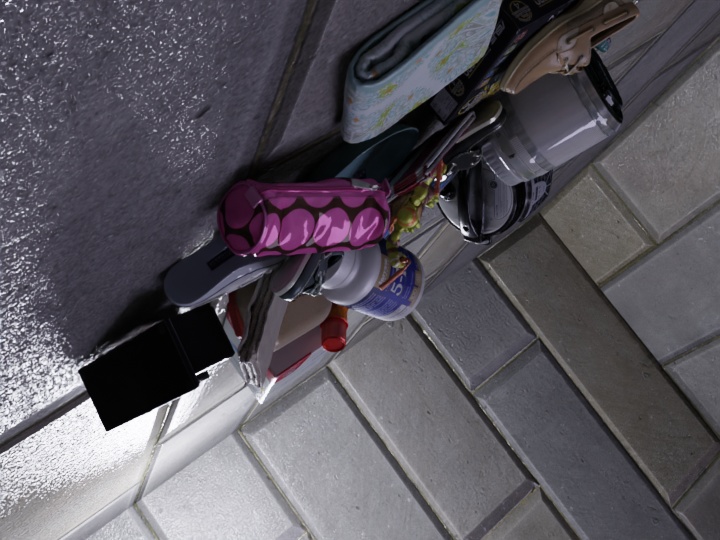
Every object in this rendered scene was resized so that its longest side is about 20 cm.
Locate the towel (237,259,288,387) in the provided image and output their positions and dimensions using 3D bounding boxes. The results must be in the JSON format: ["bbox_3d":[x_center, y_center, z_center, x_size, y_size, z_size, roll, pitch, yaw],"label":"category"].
[{"bbox_3d":[-0.124,0.050,1.121,0.133,0.034,0.202,97,8,-65],"label":"towel"}]

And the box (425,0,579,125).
[{"bbox_3d":[0.187,-0.286,1.068,0.161,0.049,0.200,-37,173,-33],"label":"box"}]

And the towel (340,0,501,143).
[{"bbox_3d":[0.064,-0.224,0.894,0.199,0.048,0.171,-37,170,-10],"label":"towel"}]

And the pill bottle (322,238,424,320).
[{"bbox_3d":[0.000,0.000,1.262,0.119,0.121,0.199,-41,146,21],"label":"pill bottle"}]

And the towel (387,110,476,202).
[{"bbox_3d":[0.070,-0.141,1.169,0.199,0.023,0.144,-28,-161,53],"label":"towel"}]

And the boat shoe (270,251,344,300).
[{"bbox_3d":[-0.058,-0.005,1.042,0.073,0.062,0.200,-39,-169,19],"label":"boat shoe"}]

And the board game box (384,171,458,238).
[{"bbox_3d":[0.044,-0.106,1.361,0.199,0.062,0.200,-30,168,-38],"label":"board game box"}]

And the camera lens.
[{"bbox_3d":[0.278,-0.239,1.243,0.199,0.161,0.160,-30,176,27],"label":"camera lens"}]

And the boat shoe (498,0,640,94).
[{"bbox_3d":[0.259,-0.279,1.028,0.199,0.065,0.071,-40,173,-2],"label":"boat shoe"}]

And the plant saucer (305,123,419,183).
[{"bbox_3d":[-0.010,-0.133,1.095,0.199,0.036,0.200,-38,172,-6],"label":"plant saucer"}]

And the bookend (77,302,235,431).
[{"bbox_3d":[-0.232,0.111,1.108,0.197,0.093,0.199,-27,179,35],"label":"bookend"}]

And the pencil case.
[{"bbox_3d":[-0.059,-0.067,0.943,0.198,0.092,0.094,-9,159,-40],"label":"pencil case"}]

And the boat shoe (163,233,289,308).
[{"bbox_3d":[-0.145,-0.012,1.034,0.201,0.075,0.086,-34,170,-8],"label":"boat shoe"}]

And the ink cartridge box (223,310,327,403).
[{"bbox_3d":[-0.145,0.117,1.448,0.145,0.145,0.200,-33,170,-24],"label":"ink cartridge box"}]

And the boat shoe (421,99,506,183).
[{"bbox_3d":[0.152,-0.185,1.210,0.199,0.067,0.072,-31,-154,55],"label":"boat shoe"}]

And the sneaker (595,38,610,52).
[{"bbox_3d":[0.353,-0.378,1.213,0.088,0.074,0.200,-52,169,21],"label":"sneaker"}]

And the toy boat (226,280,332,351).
[{"bbox_3d":[-0.138,0.042,1.280,0.130,0.132,0.199,-4,-164,42],"label":"toy boat"}]

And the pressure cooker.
[{"bbox_3d":[0.222,-0.152,1.436,0.199,0.177,0.178,-34,175,-47],"label":"pressure cooker"}]

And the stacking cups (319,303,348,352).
[{"bbox_3d":[-0.039,0.042,1.371,0.060,0.202,0.061,-3,139,-2],"label":"stacking cups"}]

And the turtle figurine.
[{"bbox_3d":[0.067,-0.077,1.201,0.161,0.064,0.202,-48,161,-77],"label":"turtle figurine"}]
